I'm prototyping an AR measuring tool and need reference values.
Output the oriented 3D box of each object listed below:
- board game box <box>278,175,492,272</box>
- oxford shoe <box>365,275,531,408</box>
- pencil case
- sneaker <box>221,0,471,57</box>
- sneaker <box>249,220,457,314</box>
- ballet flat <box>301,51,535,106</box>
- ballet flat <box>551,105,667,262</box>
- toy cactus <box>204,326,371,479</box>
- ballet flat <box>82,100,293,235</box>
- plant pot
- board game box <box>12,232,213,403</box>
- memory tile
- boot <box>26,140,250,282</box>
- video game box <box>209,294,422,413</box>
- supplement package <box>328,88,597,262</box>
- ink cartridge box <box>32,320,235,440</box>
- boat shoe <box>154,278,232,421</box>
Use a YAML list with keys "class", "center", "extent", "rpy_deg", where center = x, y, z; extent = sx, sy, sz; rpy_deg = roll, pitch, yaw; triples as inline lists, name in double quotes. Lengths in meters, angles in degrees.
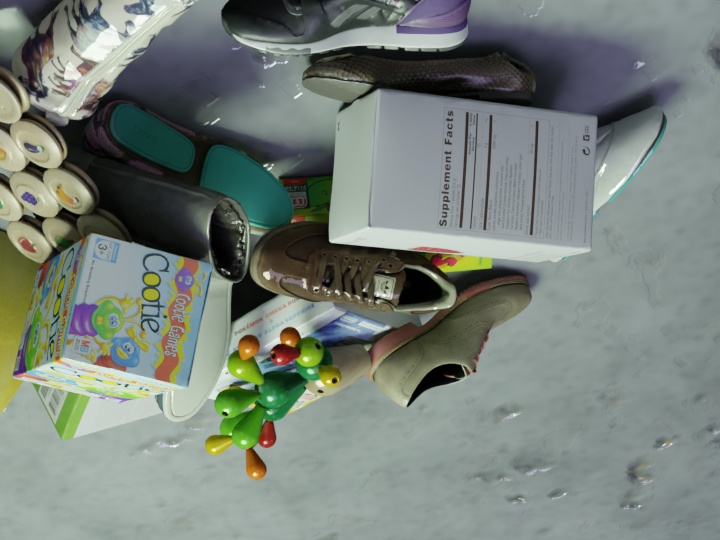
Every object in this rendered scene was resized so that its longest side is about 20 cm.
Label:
- class: "board game box"
  center: [0.025, -0.042, 1.514]
  extent: [0.200, 0.048, 0.102]
  rpy_deg: [-5, 141, -5]
- class: "oxford shoe"
  center: [0.098, 0.074, 1.601]
  extent: [0.200, 0.075, 0.070]
  rpy_deg: [-30, 151, -21]
- class: "pencil case"
  center: [-0.186, -0.195, 1.255]
  extent: [0.078, 0.090, 0.200]
  rpy_deg: [26, 131, -36]
- class: "sneaker"
  center: [-0.011, -0.225, 1.281]
  extent: [0.200, 0.076, 0.088]
  rpy_deg: [-5, 126, -11]
- class: "sneaker"
  center: [0.000, 0.000, 1.441]
  extent: [0.200, 0.076, 0.071]
  rpy_deg: [6, 97, -37]
- class: "ballet flat"
  center: [0.050, -0.166, 1.376]
  extent: [0.200, 0.046, 0.067]
  rpy_deg: [2, 174, -5]
- class: "ballet flat"
  center: [0.204, -0.083, 1.494]
  extent: [0.069, 0.070, 0.200]
  rpy_deg: [11, 138, -23]
- class: "toy cactus"
  center: [-0.057, 0.109, 1.510]
  extent: [0.165, 0.102, 0.200]
  rpy_deg: [-17, 151, -35]
- class: "ballet flat"
  center: [-0.153, -0.085, 1.421]
  extent: [0.200, 0.069, 0.071]
  rpy_deg: [26, 154, -27]
- class: "plant pot"
  center: [-0.385, 0.071, 1.499]
  extent: [0.200, 0.142, 0.200]
  rpy_deg: [-5, 141, -4]
- class: "board game box"
  center: [-0.208, 0.043, 1.340]
  extent: [0.103, 0.105, 0.200]
  rpy_deg: [15, 166, -21]
- class: "memory tile"
  center: [-0.281, -0.082, 1.336]
  extent: [0.153, 0.017, 0.200]
  rpy_deg: [-1, 132, 42]
- class: "boot"
  center: [-0.182, -0.036, 1.383]
  extent: [0.200, 0.073, 0.182]
  rpy_deg: [15, 156, 17]
- class: "video game box"
  center: [-0.057, 0.076, 1.593]
  extent: [0.182, 0.047, 0.200]
  rpy_deg: [-27, 158, 21]
- class: "supplement package"
  center: [0.086, -0.077, 1.393]
  extent: [0.200, 0.120, 0.121]
  rpy_deg: [5, 174, -16]
- class: "ink cartridge box"
  center: [-0.205, 0.077, 1.601]
  extent: [0.200, 0.076, 0.148]
  rpy_deg: [-14, 148, -36]
- class: "boat shoe"
  center: [-0.162, 0.037, 1.492]
  extent: [0.075, 0.062, 0.200]
  rpy_deg: [-11, 114, -53]
